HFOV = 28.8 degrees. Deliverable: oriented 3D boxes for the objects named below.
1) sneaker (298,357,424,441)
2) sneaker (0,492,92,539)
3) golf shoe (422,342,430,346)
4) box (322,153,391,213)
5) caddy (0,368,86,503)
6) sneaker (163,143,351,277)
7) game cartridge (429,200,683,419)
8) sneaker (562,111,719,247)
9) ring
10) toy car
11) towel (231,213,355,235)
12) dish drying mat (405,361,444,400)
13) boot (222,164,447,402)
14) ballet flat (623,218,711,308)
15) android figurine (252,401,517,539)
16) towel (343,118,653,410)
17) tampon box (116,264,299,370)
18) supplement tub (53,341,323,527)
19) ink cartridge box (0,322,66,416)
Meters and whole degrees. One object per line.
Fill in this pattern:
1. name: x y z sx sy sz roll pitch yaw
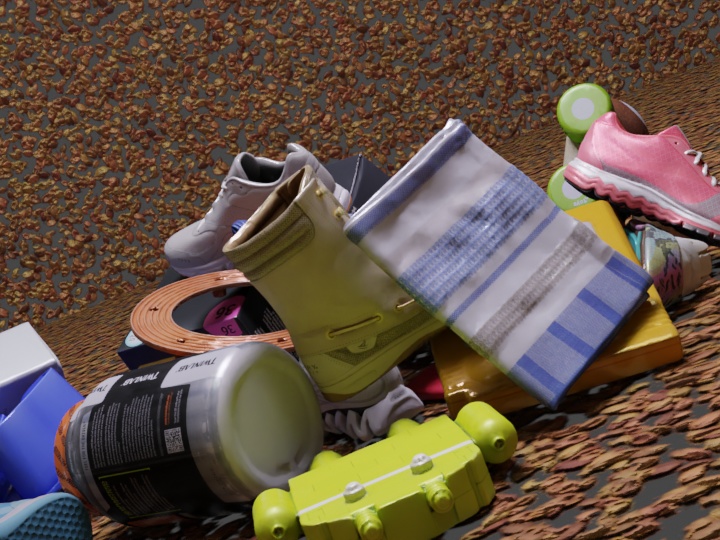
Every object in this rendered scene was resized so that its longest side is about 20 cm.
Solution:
1. sneaker: -0.032 0.098 1.173 0.199 0.082 0.075 -15 11 48
2. sneaker: -0.308 0.227 1.042 0.130 0.080 0.199 -13 1 37
3. golf shoe: 0.042 0.029 1.366 0.072 0.093 0.200 2 0 -24
4. box: 0.010 -0.029 1.505 0.140 0.199 0.080 -10 54 44
5. caddy: -0.295 0.177 1.259 0.141 0.105 0.200 -41 8 11
6. sneaker: -0.109 -0.062 1.293 0.198 0.092 0.076 -20 30 26
7. game cartridge: 0.136 0.027 1.081 0.174 0.033 0.201 -17 30 3
8. sneaker: 0.281 -0.081 1.236 0.198 0.088 0.074 23 3 16
9. ring: -0.093 0.038 1.176 0.198 0.019 0.201 -3 20 1
10. toy car: 0.299 -0.089 1.380 0.198 0.160 0.164 5 -13 19
11. towel: 0.000 0.000 1.185 0.199 0.145 0.024 -4 -50 -46
12. dish drying mat: 0.118 0.078 1.129 0.077 0.018 0.199 -32 13 -37
13. boot: 0.012 -0.021 1.048 0.199 0.156 0.073 -38 16 -6
14. ballet flat: 0.262 -0.008 1.205 0.070 0.070 0.200 0 10 6
15. android figurine: 0.016 0.139 0.911 0.180 0.041 0.200 -22 6 -3
16. towel: 0.100 -0.010 1.004 0.147 0.200 0.024 -42 -13 -32
17. tampon box: -0.113 0.044 1.366 0.149 0.127 0.201 -18 30 30
18. supplement tub: -0.136 0.129 1.073 0.199 0.124 0.122 -15 9 37
19. ink cartridge box: -0.385 0.162 1.379 0.199 0.147 0.083 -24 39 -23
